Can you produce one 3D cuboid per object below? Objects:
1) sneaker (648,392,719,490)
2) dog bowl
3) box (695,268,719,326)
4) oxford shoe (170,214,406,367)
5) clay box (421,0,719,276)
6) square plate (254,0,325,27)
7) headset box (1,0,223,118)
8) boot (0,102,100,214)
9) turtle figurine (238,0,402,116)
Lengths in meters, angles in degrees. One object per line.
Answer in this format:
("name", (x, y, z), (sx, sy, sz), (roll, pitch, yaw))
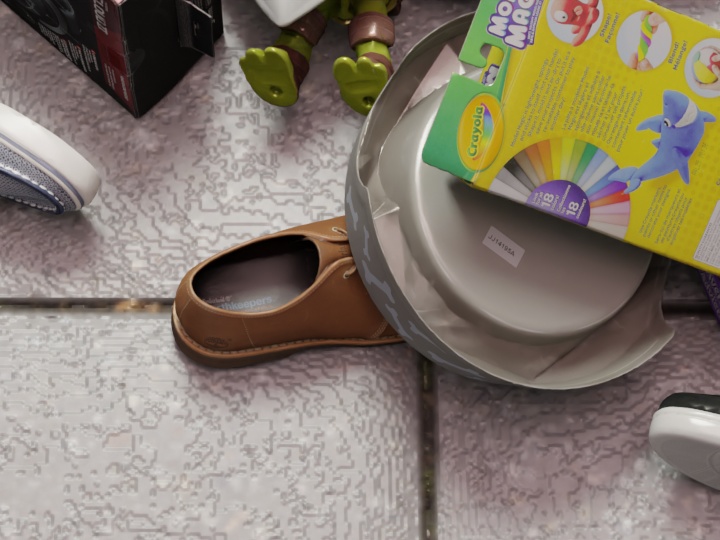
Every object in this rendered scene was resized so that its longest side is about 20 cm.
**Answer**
("sneaker", (0.250, 0.066, 1.176), (0.199, 0.073, 0.112), (14, 68, -6))
("dog bowl", (0.081, -0.032, 1.167), (0.199, 0.059, 0.201), (6, 75, -23))
("box", (0.271, -0.042, 1.224), (0.199, 0.039, 0.137), (-19, 71, -8))
("oxford shoe", (0.000, 0.000, 1.185), (0.199, 0.071, 0.072), (-17, 70, -12))
("clay box", (0.130, -0.075, 1.117), (0.199, 0.048, 0.115), (20, 97, -19))
("square plate", (-0.014, -0.249, 1.225), (0.198, 0.028, 0.200), (-36, 54, -3))
("headset box", (-0.155, -0.181, 1.199), (0.200, 0.149, 0.077), (40, 75, 12))
("boot", (-0.241, -0.053, 1.197), (0.199, 0.073, 0.091), (23, 70, 16))
("turtle figurine", (-0.014, -0.160, 1.240), (0.199, 0.064, 0.162), (16, 54, 2))
